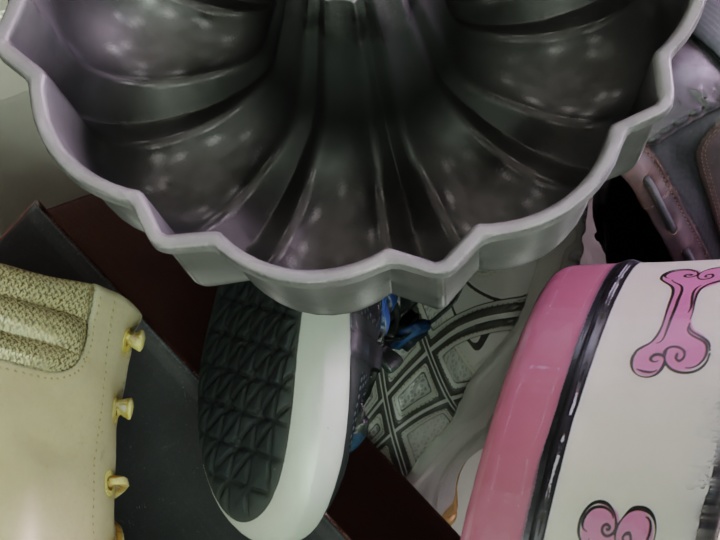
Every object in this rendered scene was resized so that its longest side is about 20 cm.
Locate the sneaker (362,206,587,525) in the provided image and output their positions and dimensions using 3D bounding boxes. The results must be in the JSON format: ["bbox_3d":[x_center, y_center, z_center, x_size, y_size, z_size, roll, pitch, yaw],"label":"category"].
[{"bbox_3d":[0.008,0.030,0.993,0.088,0.076,0.200,23,104,-8],"label":"sneaker"}]

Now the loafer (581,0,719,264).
[{"bbox_3d":[0.097,-0.015,0.946,0.063,0.072,0.200,-41,155,-16],"label":"loafer"}]

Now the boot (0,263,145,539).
[{"bbox_3d":[-0.080,0.088,0.873,0.200,0.156,0.073,24,155,-27],"label":"boot"}]

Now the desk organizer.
[{"bbox_3d":[-0.045,0.067,0.947,0.200,0.077,0.072,47,110,6],"label":"desk organizer"}]

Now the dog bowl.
[{"bbox_3d":[0.078,0.086,0.879,0.074,0.200,0.200,12,117,13],"label":"dog bowl"}]

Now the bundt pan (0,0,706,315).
[{"bbox_3d":[-0.001,-0.075,0.840,0.202,0.202,0.076,-16,158,-1],"label":"bundt pan"}]

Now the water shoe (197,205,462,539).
[{"bbox_3d":[0.000,0.000,0.909,0.079,0.200,0.072,21,139,-24],"label":"water shoe"}]
